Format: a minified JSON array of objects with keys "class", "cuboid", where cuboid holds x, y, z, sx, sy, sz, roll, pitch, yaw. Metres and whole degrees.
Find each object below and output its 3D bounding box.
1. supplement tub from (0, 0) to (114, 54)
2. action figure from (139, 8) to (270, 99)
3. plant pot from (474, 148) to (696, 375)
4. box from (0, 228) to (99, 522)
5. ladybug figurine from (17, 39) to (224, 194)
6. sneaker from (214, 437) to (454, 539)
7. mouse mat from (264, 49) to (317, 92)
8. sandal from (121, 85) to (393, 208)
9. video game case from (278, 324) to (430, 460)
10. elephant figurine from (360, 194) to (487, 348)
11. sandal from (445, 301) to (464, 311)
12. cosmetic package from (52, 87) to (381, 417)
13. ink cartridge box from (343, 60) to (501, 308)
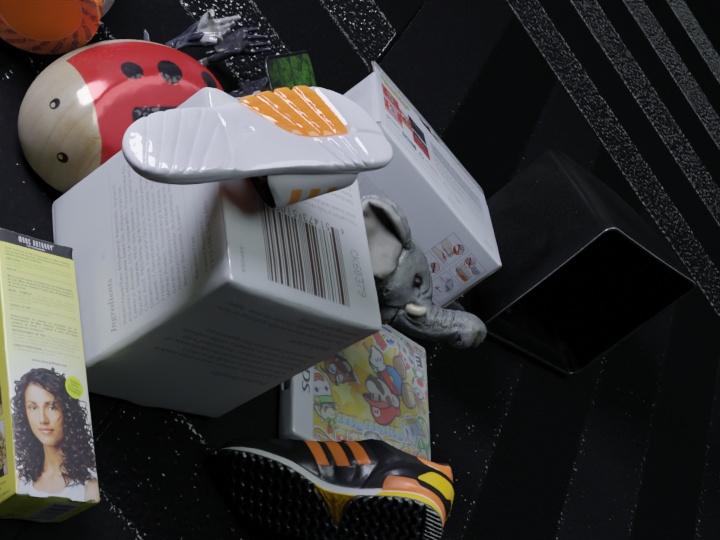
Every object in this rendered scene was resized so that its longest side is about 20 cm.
[{"class":"supplement tub","cuboid":[-0.260,-0.288,1.110,0.122,0.122,0.202,32,43,-38]},{"class":"action figure","cuboid":[-0.137,-0.182,1.227,0.200,0.101,0.120,-37,109,-59]},{"class":"plant pot","cuboid":[0.247,-0.021,1.586,0.199,0.200,0.179,27,33,-42]},{"class":"box","cuboid":[-0.237,0.074,0.937,0.075,0.050,0.202,17,53,-49]},{"class":"ladybug figurine","cuboid":[-0.185,-0.126,1.092,0.199,0.072,0.138,-18,101,-39]},{"class":"sneaker","cuboid":[-0.019,0.171,1.078,0.090,0.198,0.071,-54,152,-58]},{"class":"mouse mat","cuboid":[-0.053,-0.137,1.306,0.200,0.007,0.163,-49,126,-74]},{"class":"sandal","cuboid":[-0.075,-0.079,0.912,0.205,0.059,0.080,-8,54,-32]},{"class":"video game case","cuboid":[-0.002,0.115,1.267,0.199,0.023,0.184,34,42,-38]},{"class":"elephant figurine","cuboid":[0.000,0.000,1.189,0.198,0.141,0.157,-16,121,-23]},{"class":"sandal","cuboid":[0.039,0.031,1.350,0.199,0.076,0.043,26,73,-42]},{"class":"cosmetic package","cuboid":[-0.116,-0.005,1.026,0.164,0.199,0.167,20,51,-45]},{"class":"ink cartridge box","cuboid":[0.046,-0.090,1.329,0.200,0.083,0.176,48,18,-22]}]
